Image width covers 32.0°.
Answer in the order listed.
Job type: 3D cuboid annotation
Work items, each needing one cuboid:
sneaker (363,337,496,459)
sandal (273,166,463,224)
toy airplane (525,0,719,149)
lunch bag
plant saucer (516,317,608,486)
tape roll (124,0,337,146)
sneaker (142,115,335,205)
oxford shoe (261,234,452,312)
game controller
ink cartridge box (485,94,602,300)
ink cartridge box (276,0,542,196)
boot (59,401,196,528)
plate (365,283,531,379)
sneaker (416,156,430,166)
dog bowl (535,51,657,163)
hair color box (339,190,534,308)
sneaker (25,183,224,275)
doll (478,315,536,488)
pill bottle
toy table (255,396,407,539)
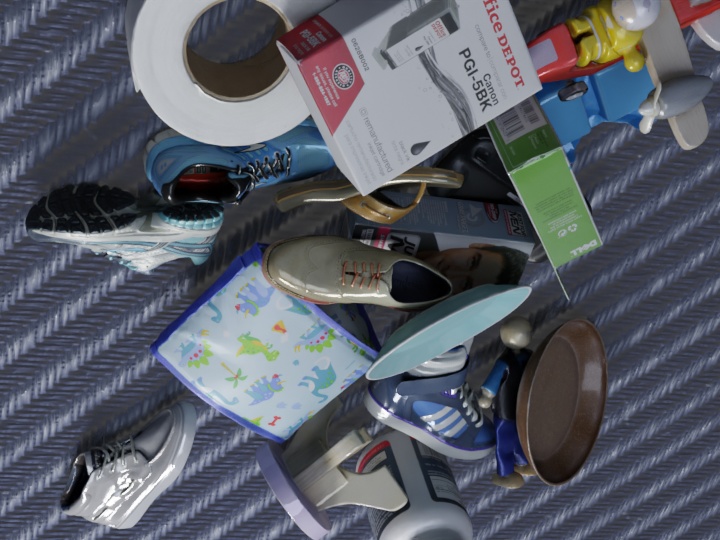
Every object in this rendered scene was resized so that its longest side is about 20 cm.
[{"bbox_3d":[0.115,0.137,1.492,0.198,0.081,0.147,24,121,-24],"label":"sneaker"},{"bbox_3d":[0.009,-0.071,1.260,0.196,0.080,0.055,-9,90,13],"label":"sandal"},{"bbox_3d":[0.267,-0.238,1.182,0.198,0.141,0.202,25,88,7],"label":"toy airplane"},{"bbox_3d":[-0.103,0.069,1.349,0.170,0.128,0.199,-42,136,16],"label":"lunch bag"},{"bbox_3d":[0.239,0.156,1.515,0.199,0.036,0.204,-13,106,-51],"label":"plant saucer"},{"bbox_3d":[-0.118,-0.220,1.164,0.199,0.071,0.205,-8,128,-11],"label":"tape roll"},{"bbox_3d":[-0.113,-0.096,1.245,0.196,0.090,0.079,-11,129,-10],"label":"sneaker"},{"bbox_3d":[0.000,0.000,1.262,0.197,0.074,0.072,6,85,-21],"label":"oxford shoe"},{"bbox_3d":[0.165,-0.078,1.383,0.199,0.043,0.104,31,127,-32],"label":"game controller"},{"bbox_3d":[0.194,-0.076,1.280,0.059,0.105,0.201,-25,132,8],"label":"ink cartridge box"},{"bbox_3d":[0.046,-0.187,1.136,0.198,0.083,0.148,-31,119,-4],"label":"ink cartridge box"},{"bbox_3d":[-0.271,0.222,1.444,0.095,0.074,0.201,17,121,-35],"label":"boot"},{"bbox_3d":[0.089,0.058,1.324,0.198,0.026,0.200,-27,167,-6],"label":"plate"},{"bbox_3d":[0.083,-0.170,1.237,0.080,0.083,0.201,41,111,4],"label":"sneaker"},{"bbox_3d":[0.235,-0.185,1.310,0.198,0.050,0.112,-26,129,4],"label":"dog bowl"},{"bbox_3d":[0.078,-0.023,1.354,0.196,0.061,0.100,5,133,-12],"label":"hair color box"},{"bbox_3d":[-0.237,-0.032,1.267,0.196,0.078,0.087,-1,130,-16],"label":"sneaker"},{"bbox_3d":[0.188,0.152,1.517,0.136,0.048,0.204,-21,113,-48],"label":"doll"},{"bbox_3d":[0.071,0.303,1.526,0.117,0.201,0.121,-8,128,-10],"label":"pill bottle"},{"bbox_3d":[-0.042,0.226,1.467,0.116,0.200,0.185,-36,95,-1],"label":"toy table"}]
